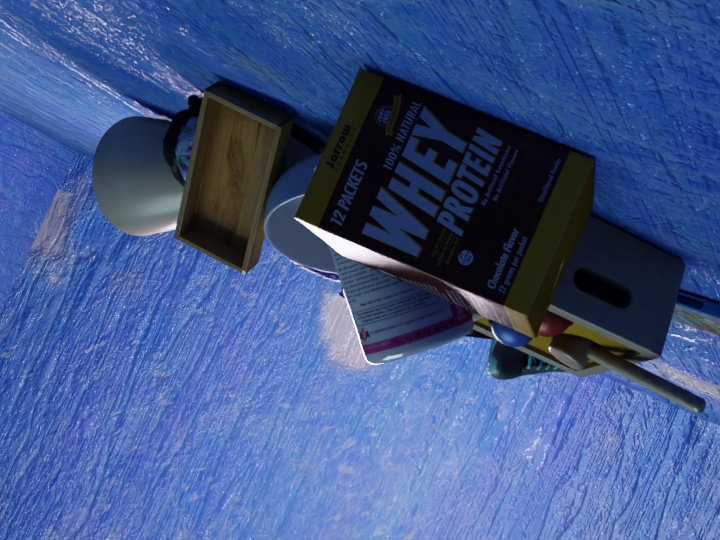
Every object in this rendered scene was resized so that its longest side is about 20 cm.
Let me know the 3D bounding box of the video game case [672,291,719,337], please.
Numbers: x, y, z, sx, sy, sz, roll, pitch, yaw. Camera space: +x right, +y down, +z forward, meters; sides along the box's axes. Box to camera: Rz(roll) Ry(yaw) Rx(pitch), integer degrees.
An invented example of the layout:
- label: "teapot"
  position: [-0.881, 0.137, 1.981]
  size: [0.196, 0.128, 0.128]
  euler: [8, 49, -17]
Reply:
- label: "video game case"
  position: [0.381, 0.049, 1.460]
  size: [0.200, 0.018, 0.143]
  euler: [22, 176, 44]

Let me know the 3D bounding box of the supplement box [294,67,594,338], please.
- label: "supplement box"
  position: [0.078, -0.050, 1.072]
  size: [0.200, 0.133, 0.197]
  euler: [23, 177, 12]

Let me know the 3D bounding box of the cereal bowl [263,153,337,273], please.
- label: "cereal bowl"
  position: [-0.006, -0.075, 1.418]
  size: [0.199, 0.084, 0.200]
  euler: [1, 153, 1]

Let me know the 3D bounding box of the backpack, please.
- label: "backpack"
  position: [-0.130, -0.119, 1.548]
  size: [0.200, 0.127, 0.167]
  euler: [17, 169, 41]

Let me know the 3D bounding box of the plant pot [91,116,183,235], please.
- label: "plant pot"
  position: [-0.272, -0.145, 1.940]
  size: [0.200, 0.188, 0.187]
  euler: [3, 163, 40]

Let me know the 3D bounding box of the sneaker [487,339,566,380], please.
- label: "sneaker"
  position: [0.253, 0.106, 1.713]
  size: [0.200, 0.078, 0.091]
  euler: [-15, -159, -41]

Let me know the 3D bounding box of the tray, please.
- label: "tray"
  position: [-0.143, -0.102, 1.431]
  size: [0.098, 0.200, 0.037]
  euler: [27, -145, 13]

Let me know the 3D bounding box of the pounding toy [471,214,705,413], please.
- label: "pounding toy"
  position: [0.220, 0.046, 1.242]
  size: [0.200, 0.143, 0.184]
  euler: [25, 161, -13]

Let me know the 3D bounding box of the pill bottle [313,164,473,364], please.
- label: "pill bottle"
  position: [0.029, -0.019, 1.241]
  size: [0.113, 0.201, 0.113]
  euler: [-18, -179, 0]

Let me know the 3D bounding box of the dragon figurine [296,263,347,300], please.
- label: "dragon figurine"
  position: [0.000, 0.000, 1.596]
  size: [0.199, 0.100, 0.059]
  euler: [1, 134, 16]

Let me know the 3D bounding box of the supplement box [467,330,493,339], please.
- label: "supplement box"
  position: [0.164, 0.036, 1.527]
  size: [0.199, 0.061, 0.109]
  euler: [8, -159, -32]

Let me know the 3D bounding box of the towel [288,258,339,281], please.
- label: "towel"
  position: [0.005, -0.041, 1.803]
  size: [0.200, 0.148, 0.050]
  euler: [21, 146, 38]
